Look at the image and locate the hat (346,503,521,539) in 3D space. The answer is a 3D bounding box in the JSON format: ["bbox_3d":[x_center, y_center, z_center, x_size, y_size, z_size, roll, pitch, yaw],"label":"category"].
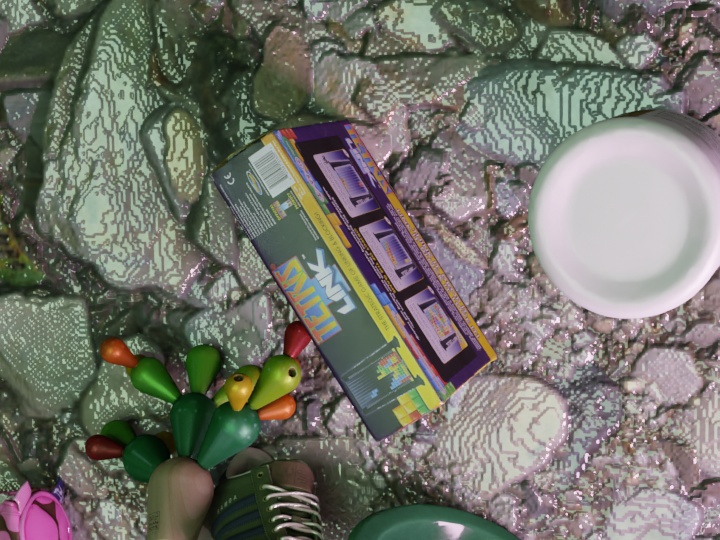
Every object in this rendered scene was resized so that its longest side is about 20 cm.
[{"bbox_3d":[0.028,0.278,1.147,0.166,0.199,0.176,58,133,43],"label":"hat"}]

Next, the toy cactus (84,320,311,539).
[{"bbox_3d":[-0.122,0.115,1.172,0.199,0.102,0.165,-15,49,28],"label":"toy cactus"}]

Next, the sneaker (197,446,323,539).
[{"bbox_3d":[-0.060,0.171,1.149,0.067,0.200,0.090,26,85,-22],"label":"sneaker"}]

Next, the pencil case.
[{"bbox_3d":[-0.318,0.212,1.276,0.199,0.091,0.094,-12,128,16],"label":"pencil case"}]

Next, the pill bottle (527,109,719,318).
[{"bbox_3d":[0.176,-0.041,1.030,0.114,0.200,0.115,2,98,17],"label":"pill bottle"}]

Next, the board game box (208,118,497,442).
[{"bbox_3d":[0.000,0.000,1.108,0.057,0.165,0.200,-33,87,17],"label":"board game box"}]
